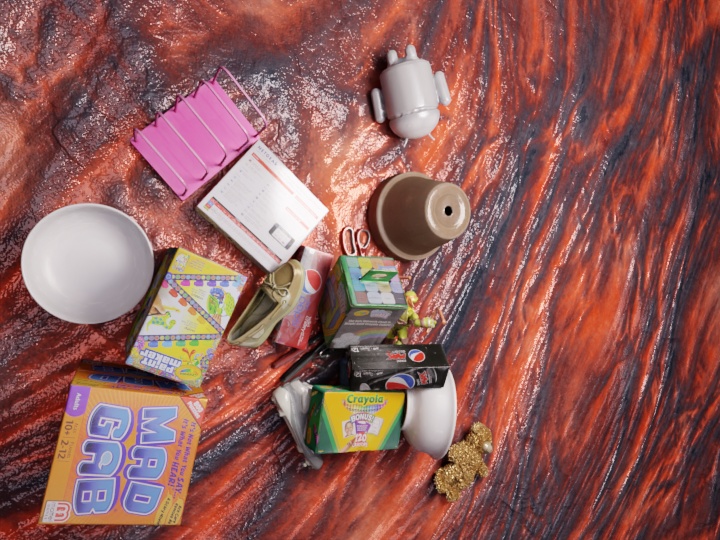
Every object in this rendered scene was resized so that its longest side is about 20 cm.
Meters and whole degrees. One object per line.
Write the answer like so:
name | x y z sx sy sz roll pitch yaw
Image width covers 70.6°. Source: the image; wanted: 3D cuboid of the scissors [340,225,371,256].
scissors | 0.000 0.000 1.123 0.073 0.014 0.202 -10 97 -27

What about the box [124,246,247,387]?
box | -0.308 0.071 0.878 0.121 0.200 0.194 26 82 -24

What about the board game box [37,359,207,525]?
board game box | -0.388 0.277 0.848 0.198 0.200 0.202 13 86 -24

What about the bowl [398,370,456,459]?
bowl | 0.129 0.299 1.103 0.089 0.201 0.203 9 88 -10

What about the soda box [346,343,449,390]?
soda box | 0.074 0.194 1.028 0.198 0.071 0.064 0 126 -10

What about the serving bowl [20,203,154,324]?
serving bowl | -0.464 -0.013 0.877 0.198 0.066 0.202 -1 93 -25

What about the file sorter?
file sorter | -0.287 -0.249 0.919 0.200 0.125 0.139 -45 108 -17

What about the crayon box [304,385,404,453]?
crayon box | -0.009 0.300 1.038 0.199 0.058 0.120 9 88 -32

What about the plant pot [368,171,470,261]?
plant pot | 0.138 -0.120 1.092 0.198 0.174 0.202 -1 92 -25

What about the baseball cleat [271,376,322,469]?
baseball cleat | -0.102 0.313 1.043 0.106 0.070 0.201 -29 110 -12

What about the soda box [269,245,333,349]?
soda box | -0.122 0.053 1.036 0.070 0.063 0.202 19 86 -25

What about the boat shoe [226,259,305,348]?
boat shoe | -0.180 0.064 0.974 0.201 0.073 0.063 -51 153 11

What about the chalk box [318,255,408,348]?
chalk box | 0.007 0.051 1.009 0.123 0.201 0.125 4 49 -25

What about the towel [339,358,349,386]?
towel | 0.005 0.286 1.114 0.111 0.048 0.202 -3 94 -26

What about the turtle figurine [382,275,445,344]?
turtle figurine | 0.096 0.111 1.091 0.064 0.200 0.163 -1 116 -34

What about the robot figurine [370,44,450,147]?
robot figurine | 0.108 -0.375 1.104 0.168 0.113 0.202 -10 98 13

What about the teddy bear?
teddy bear | 0.257 0.465 1.226 0.199 0.067 0.146 -33 107 -20

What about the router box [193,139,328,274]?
router box | -0.191 -0.121 1.009 0.200 0.049 0.180 45 74 -19

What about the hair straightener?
hair straightener | -0.090 0.175 1.077 0.199 0.041 0.077 -35 105 -25
